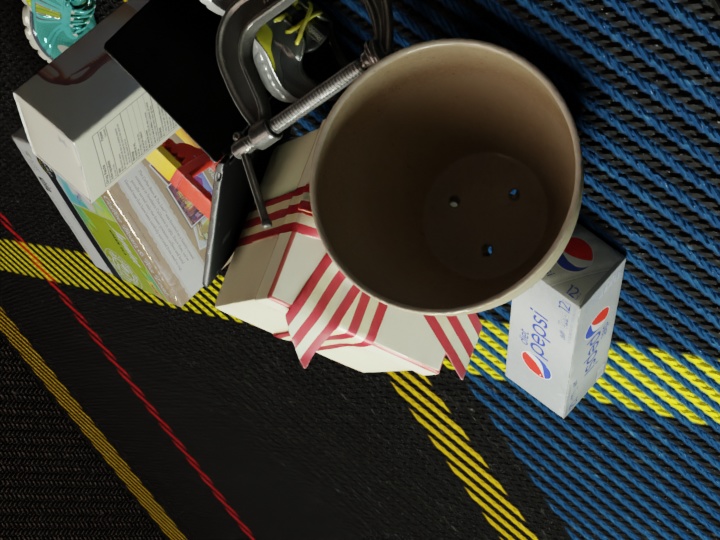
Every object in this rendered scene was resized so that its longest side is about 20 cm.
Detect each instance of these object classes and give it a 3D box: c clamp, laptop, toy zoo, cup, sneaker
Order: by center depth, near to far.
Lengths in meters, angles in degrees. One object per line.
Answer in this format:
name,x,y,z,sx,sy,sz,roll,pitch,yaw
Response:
cup,0.078,-0.054,1.237,0.200,0.201,0.143,38,-178,20
c clamp,-0.041,-0.157,1.293,0.200,0.027,0.172,-37,71,33
sneaker,-0.066,-0.217,1.367,0.084,0.075,0.200,15,152,44
laptop,-0.138,-0.129,1.438,0.115,0.187,0.201,18,126,10
toy zoo,-0.138,-0.111,1.608,0.200,0.131,0.020,44,130,6
sneaker,-0.306,-0.276,1.712,0.079,0.078,0.200,23,150,29

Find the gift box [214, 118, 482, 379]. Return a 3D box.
gift box,0.000,0.000,1.391,0.184,0.201,0.187,19,168,-19

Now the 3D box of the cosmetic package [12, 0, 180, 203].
cosmetic package,-0.209,-0.172,1.524,0.087,0.200,0.104,38,156,20

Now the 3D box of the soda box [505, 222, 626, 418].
soda box,0.167,0.041,1.374,0.068,0.063,0.200,36,158,22

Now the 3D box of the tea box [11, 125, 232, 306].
tea box,-0.248,-0.095,1.837,0.196,0.134,0.201,20,147,49
